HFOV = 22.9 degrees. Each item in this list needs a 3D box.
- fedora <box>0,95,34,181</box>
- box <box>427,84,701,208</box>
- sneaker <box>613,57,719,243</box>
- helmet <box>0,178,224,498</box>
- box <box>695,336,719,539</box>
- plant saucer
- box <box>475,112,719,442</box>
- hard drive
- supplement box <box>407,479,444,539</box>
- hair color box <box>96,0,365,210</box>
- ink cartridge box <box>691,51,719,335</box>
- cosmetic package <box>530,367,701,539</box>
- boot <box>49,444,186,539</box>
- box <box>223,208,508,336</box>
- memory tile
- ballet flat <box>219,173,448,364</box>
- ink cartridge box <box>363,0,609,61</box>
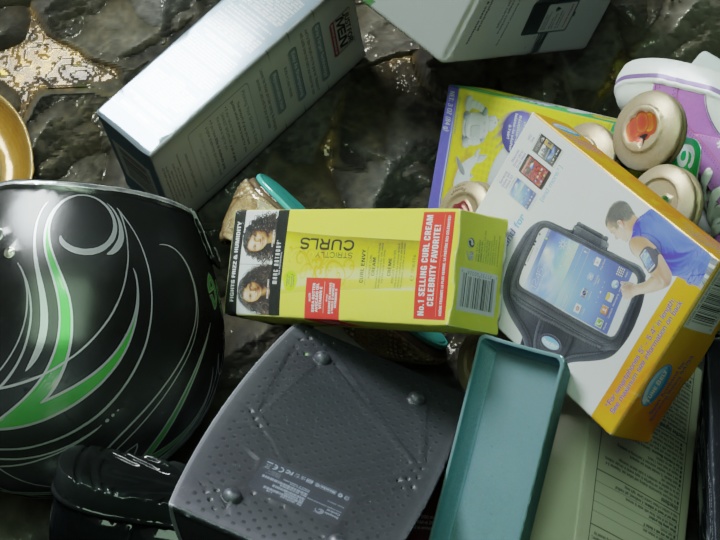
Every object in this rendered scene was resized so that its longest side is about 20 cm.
[{"bbox_3d":[-0.342,-0.080,1.289,0.199,0.082,0.202,-2,62,5],"label":"fedora"},{"bbox_3d":[0.130,-0.048,1.161,0.199,0.048,0.118,18,103,45],"label":"box"},{"bbox_3d":[0.227,-0.054,1.123,0.200,0.073,0.115,31,77,26],"label":"sneaker"},{"bbox_3d":[-0.188,0.051,1.144,0.199,0.200,0.192,1,78,7],"label":"helmet"},{"bbox_3d":[0.251,0.166,1.031,0.103,0.182,0.201,-1,61,9],"label":"box"},{"bbox_3d":[0.074,0.142,1.032,0.070,0.019,0.201,14,89,48],"label":"plant saucer"},{"bbox_3d":[0.128,-0.005,1.053,0.200,0.041,0.119,44,111,41],"label":"box"},{"bbox_3d":[-0.022,0.116,1.052,0.134,0.042,0.200,22,35,8],"label":"hard drive"},{"bbox_3d":[0.019,0.229,1.094,0.108,0.061,0.201,4,63,9],"label":"supplement box"},{"bbox_3d":[-0.089,-0.136,1.281,0.061,0.099,0.200,39,72,24],"label":"hair color box"},{"bbox_3d":[0.270,-0.032,1.191,0.200,0.083,0.147,35,70,23],"label":"ink cartridge box"},{"bbox_3d":[0.146,0.138,1.096,0.071,0.105,0.201,-19,49,46],"label":"cosmetic package"},{"bbox_3d":[-0.108,0.207,1.082,0.199,0.169,0.076,13,21,-2],"label":"boot"},{"bbox_3d":[0.000,0.000,1.117,0.199,0.050,0.076,3,84,44],"label":"box"},{"bbox_3d":[0.127,-0.012,1.096,0.199,0.017,0.154,-25,62,39],"label":"memory tile"},{"bbox_3d":[-0.024,0.016,1.222,0.200,0.070,0.065,43,101,27],"label":"ballet flat"},{"bbox_3d":[0.077,-0.222,1.248,0.146,0.083,0.200,39,28,22],"label":"ink cartridge box"}]
